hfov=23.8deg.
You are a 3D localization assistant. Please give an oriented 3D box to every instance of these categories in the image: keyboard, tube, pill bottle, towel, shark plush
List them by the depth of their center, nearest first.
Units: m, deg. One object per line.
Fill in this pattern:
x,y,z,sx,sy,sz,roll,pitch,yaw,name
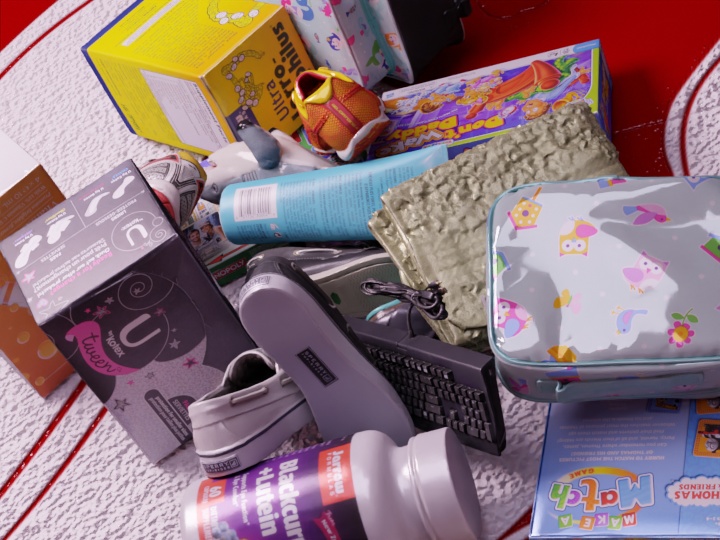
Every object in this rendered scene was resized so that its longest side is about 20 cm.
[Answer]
-0.019,0.179,1.228,0.199,0.112,0.112,-18,46,12,pill bottle
0.036,0.062,1.263,0.021,0.127,0.200,-20,17,-29,keyboard
0.120,-0.034,1.307,0.200,0.036,0.149,-29,73,-5,towel
-0.018,-0.054,1.387,0.199,0.078,0.050,-4,13,25,tube
-0.042,-0.055,1.465,0.200,0.091,0.083,29,97,2,shark plush

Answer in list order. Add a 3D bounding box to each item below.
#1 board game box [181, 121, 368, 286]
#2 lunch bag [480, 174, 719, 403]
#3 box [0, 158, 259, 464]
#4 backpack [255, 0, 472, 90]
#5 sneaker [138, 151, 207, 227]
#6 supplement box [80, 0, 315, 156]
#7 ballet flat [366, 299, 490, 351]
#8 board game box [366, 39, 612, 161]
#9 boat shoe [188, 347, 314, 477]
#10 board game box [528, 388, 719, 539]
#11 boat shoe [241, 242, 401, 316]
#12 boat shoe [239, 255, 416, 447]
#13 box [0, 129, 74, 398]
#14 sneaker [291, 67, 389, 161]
-0.086,-0.068,1.534,0.200,0.029,0.135,-28,46,2,board game box
0.183,0.017,1.214,0.199,0.077,0.161,-3,67,9,lunch bag
-0.175,0.038,1.365,0.132,0.200,0.115,-34,44,-4,box
-0.018,-0.264,1.567,0.150,0.178,0.200,-37,42,-17,backpack
-0.187,-0.049,1.495,0.082,0.078,0.200,-48,13,-26,sneaker
-0.145,-0.183,1.581,0.110,0.109,0.200,-45,38,-23,supplement box
0.102,0.024,1.343,0.200,0.073,0.073,-28,45,-7,ballet flat
0.112,-0.125,1.449,0.199,0.045,0.135,-13,31,16,board game box
-0.075,0.090,1.303,0.072,0.066,0.200,-14,12,30,boat shoe
0.209,0.113,1.227,0.151,0.037,0.200,-3,50,22,board game box
0.000,0.000,1.396,0.199,0.072,0.068,-9,43,10,boat shoe
-0.018,0.071,1.273,0.069,0.200,0.057,-26,25,21,boat shoe
-0.295,-0.008,1.463,0.124,0.200,0.097,-42,47,-12,box
-0.022,-0.142,1.443,0.073,0.077,0.200,-43,8,-4,sneaker
